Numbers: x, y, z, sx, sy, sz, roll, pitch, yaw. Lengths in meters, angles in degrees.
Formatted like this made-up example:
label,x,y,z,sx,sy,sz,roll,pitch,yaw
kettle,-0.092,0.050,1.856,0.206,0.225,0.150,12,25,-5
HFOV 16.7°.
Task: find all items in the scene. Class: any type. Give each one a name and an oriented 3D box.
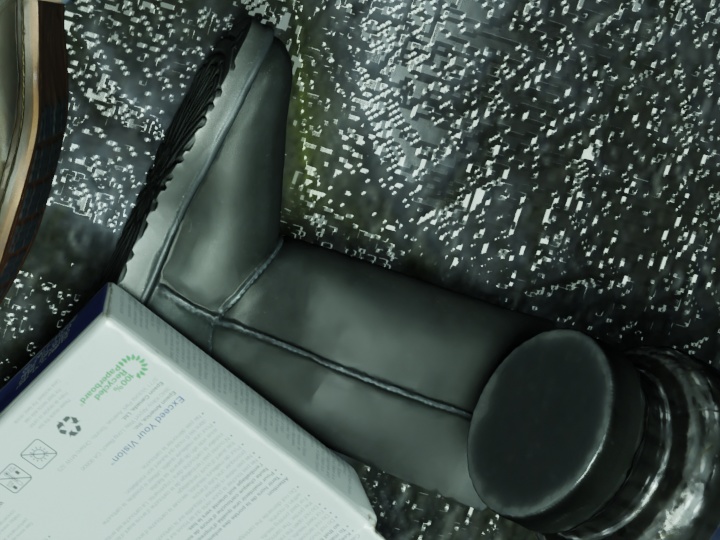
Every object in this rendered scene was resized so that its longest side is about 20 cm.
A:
label,x,y,z,sx,sy,sz,roll,pitch,yaw
boot,-0.171,-0.084,1.024,0.097,0.075,0.201,14,100,2
pill bottle,0.146,0.100,1.083,0.200,0.112,0.112,27,97,-35
boot,0.000,0.001,1.074,0.200,0.066,0.165,24,106,-14
ink cartridge box,-0.099,0.132,1.071,0.200,0.041,0.200,41,110,-18
